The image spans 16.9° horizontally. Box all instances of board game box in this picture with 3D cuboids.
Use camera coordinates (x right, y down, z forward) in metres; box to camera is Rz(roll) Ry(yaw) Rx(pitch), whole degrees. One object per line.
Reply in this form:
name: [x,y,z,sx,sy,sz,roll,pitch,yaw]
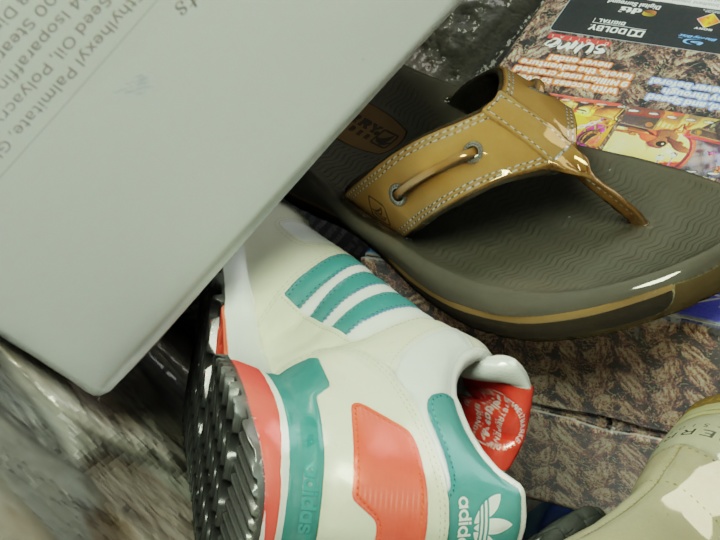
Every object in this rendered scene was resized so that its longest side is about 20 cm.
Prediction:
board game box: [0.121,-0.018,0.809,0.158,0.200,0.097,12,-44,28]

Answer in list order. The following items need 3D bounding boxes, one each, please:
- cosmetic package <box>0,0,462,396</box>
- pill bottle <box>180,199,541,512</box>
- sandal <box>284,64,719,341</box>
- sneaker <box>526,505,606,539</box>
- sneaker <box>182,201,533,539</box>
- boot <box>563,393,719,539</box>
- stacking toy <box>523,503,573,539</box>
cosmetic package: [-0.111,-0.106,0.684,0.200,0.165,0.165,38,9,-39]
pill bottle: [0.000,0.000,0.905,0.200,0.116,0.116,42,7,-17]
sandal: [0.033,-0.037,0.738,0.200,0.082,0.055,32,-32,42]
sneaker: [0.078,0.132,0.766,0.091,0.076,0.200,56,14,22]
sneaker: [-0.001,0.036,0.709,0.093,0.071,0.200,6,19,-8]
boot: [0.092,0.151,0.666,0.155,0.072,0.202,-26,109,-53]
stacking toy: [0.107,0.122,0.967,0.085,0.085,0.200,42,11,-10]
